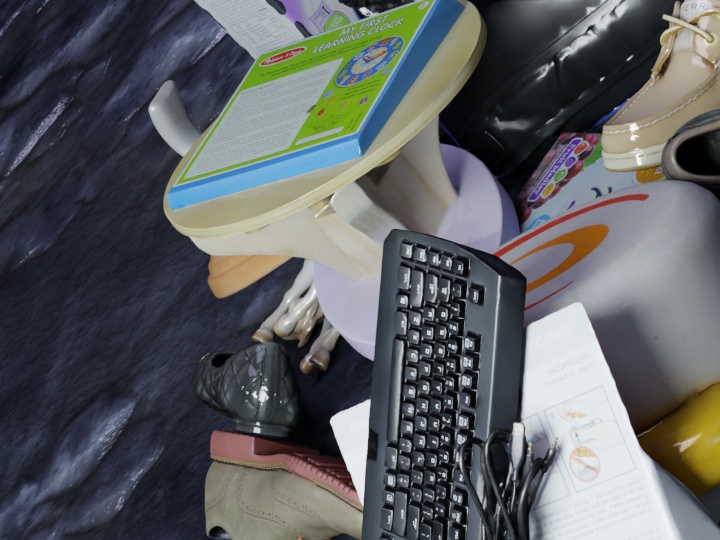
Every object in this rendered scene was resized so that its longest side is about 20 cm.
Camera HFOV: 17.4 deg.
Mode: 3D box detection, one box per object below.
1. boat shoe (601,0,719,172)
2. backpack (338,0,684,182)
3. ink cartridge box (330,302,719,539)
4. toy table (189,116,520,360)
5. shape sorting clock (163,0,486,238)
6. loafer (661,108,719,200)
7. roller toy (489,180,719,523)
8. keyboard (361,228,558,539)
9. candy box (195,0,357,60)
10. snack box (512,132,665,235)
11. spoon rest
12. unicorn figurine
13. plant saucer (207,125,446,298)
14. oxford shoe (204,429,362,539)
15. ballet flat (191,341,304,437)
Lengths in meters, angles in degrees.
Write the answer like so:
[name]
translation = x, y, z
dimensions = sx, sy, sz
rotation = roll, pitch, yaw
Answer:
[boat shoe]
translation = 0.194, -0.122, 1.276
dimensions = 0.200, 0.070, 0.074
rotation = -36, 22, -32
[backpack]
translation = 0.117, -0.181, 1.435
dimensions = 0.199, 0.183, 0.147
rotation = -32, 14, 25
[ink cartridge box]
translation = 0.087, 0.131, 1.025
dimensions = 0.162, 0.201, 0.057
rotation = -27, -14, 39
[toy table]
translation = 0.004, -0.044, 1.349
dimensions = 0.184, 0.117, 0.200
rotation = -44, 28, -4
[shape sorting clock]
translation = -0.019, -0.081, 1.260
dimensions = 0.199, 0.039, 0.200
rotation = -29, 27, 16
[loafer]
translation = 0.240, -0.064, 1.121
dimensions = 0.199, 0.072, 0.063
rotation = -13, -6, 16
[roller toy]
translation = 0.116, 0.056, 1.106
dimensions = 0.199, 0.140, 0.182
rotation = -22, 14, 40
[keyboard]
translation = 0.034, 0.089, 1.006
dimensions = 0.104, 0.202, 0.040
rotation = 14, 18, 38
[candy box]
translation = -0.028, -0.225, 1.718
dimensions = 0.071, 0.200, 0.168
rotation = -15, 40, 49
[snack box]
translation = 0.110, 0.015, 1.310
dimensions = 0.200, 0.053, 0.142
rotation = -54, 26, -14
[spoon rest]
translation = -0.034, -0.097, 1.517
dimensions = 0.199, 0.061, 0.100
rotation = -2, 32, 19
[unicorn figurine]
translation = 0.000, 0.000, 1.490
dimensions = 0.138, 0.074, 0.200
rotation = -54, 25, -11
[plant saucer]
translation = -0.027, -0.055, 1.583
dimensions = 0.200, 0.038, 0.200
rotation = -37, 7, 5
[oxford shoe]
translation = -0.029, 0.142, 1.362
dimensions = 0.200, 0.070, 0.075
rotation = 9, 85, 61
[ballet flat]
translation = -0.065, 0.067, 1.477
dimensions = 0.200, 0.066, 0.057
rotation = -165, 85, -78
